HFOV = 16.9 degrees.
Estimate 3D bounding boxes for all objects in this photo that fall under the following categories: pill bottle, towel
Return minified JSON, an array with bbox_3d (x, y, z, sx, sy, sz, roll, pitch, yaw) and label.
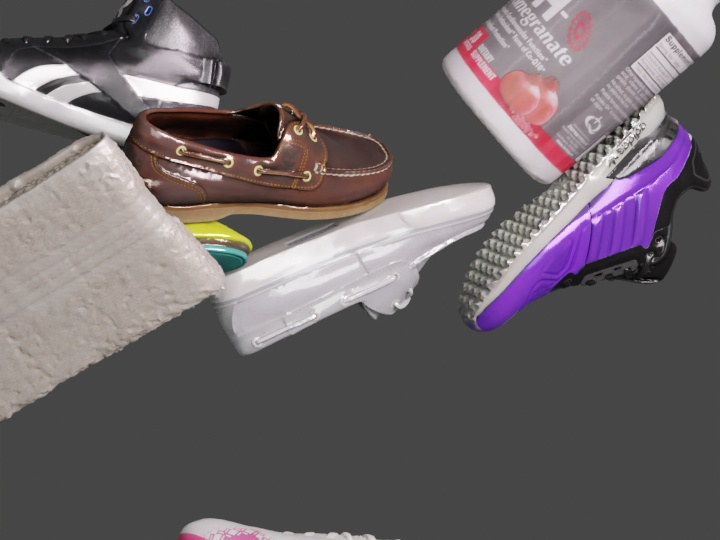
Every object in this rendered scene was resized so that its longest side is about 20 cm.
[{"bbox_3d":[0.160,-0.159,1.584,0.200,0.111,0.111,-41,90,9],"label":"pill bottle"},{"bbox_3d":[-0.198,0.007,1.527,0.200,0.035,0.133,-29,119,20],"label":"towel"}]

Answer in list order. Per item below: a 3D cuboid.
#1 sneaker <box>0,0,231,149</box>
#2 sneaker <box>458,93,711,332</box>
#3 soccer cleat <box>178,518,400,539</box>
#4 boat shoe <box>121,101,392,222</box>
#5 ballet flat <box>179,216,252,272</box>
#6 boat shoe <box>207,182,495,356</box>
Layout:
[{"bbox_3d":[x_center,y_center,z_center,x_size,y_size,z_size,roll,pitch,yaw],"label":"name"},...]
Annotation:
[{"bbox_3d":[-0.184,-0.144,1.593,0.200,0.073,0.112,20,79,-13],"label":"sneaker"},{"bbox_3d":[0.158,-0.017,1.617,0.200,0.070,0.100,-46,105,-4],"label":"sneaker"},{"bbox_3d":[-0.021,0.200,1.579,0.200,0.070,0.086,30,66,-5],"label":"soccer cleat"},{"bbox_3d":[-0.061,-0.073,1.560,0.200,0.070,0.070,-6,125,-34],"label":"boat shoe"},{"bbox_3d":[-0.171,-0.023,1.569,0.200,0.067,0.067,-9,69,8],"label":"ballet flat"},{"bbox_3d":[0.000,0.000,1.598,0.200,0.072,0.069,-22,102,-11],"label":"boat shoe"}]
